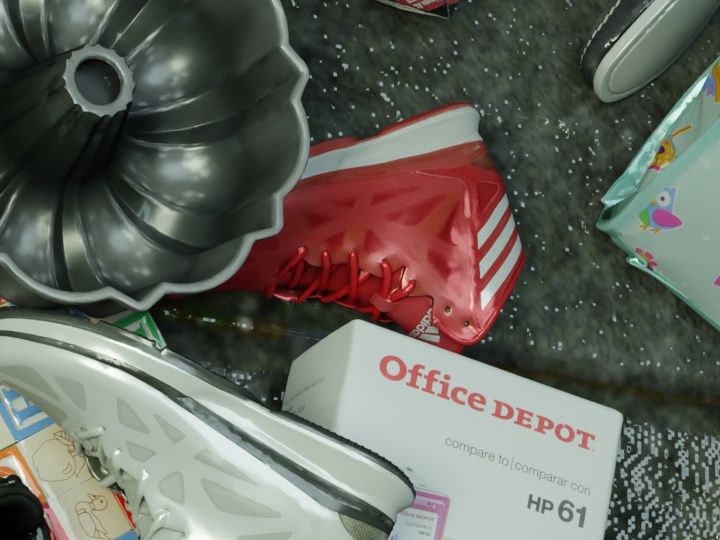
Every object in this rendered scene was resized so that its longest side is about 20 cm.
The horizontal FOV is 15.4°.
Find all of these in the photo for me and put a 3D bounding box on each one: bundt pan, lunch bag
[{"bbox_3d":[-0.126,-0.069,1.152,0.201,0.076,0.203,10,68,-25],"label":"bundt pan"},{"bbox_3d":[0.240,-0.045,1.341,0.170,0.200,0.122,38,18,-10],"label":"lunch bag"}]

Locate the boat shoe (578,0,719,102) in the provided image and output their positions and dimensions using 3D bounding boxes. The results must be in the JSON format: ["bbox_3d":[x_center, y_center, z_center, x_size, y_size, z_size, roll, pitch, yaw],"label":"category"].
[{"bbox_3d":[0.172,-0.173,1.397,0.060,0.074,0.200,37,75,17],"label":"boat shoe"}]

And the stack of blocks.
[{"bbox_3d":[-0.130,0.084,1.177,0.115,0.059,0.201,-27,84,-30],"label":"stack of blocks"}]

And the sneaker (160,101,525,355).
[{"bbox_3d":[0.000,0.000,1.256,0.199,0.078,0.116,-24,82,-28],"label":"sneaker"}]

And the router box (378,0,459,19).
[{"bbox_3d":[0.040,-0.242,1.288,0.062,0.200,0.150,18,62,16],"label":"router box"}]

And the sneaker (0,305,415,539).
[{"bbox_3d":[-0.087,0.099,1.115,0.200,0.076,0.116,25,77,-1],"label":"sneaker"}]

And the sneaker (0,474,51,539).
[{"bbox_3d":[-0.184,0.106,1.099,0.200,0.098,0.071,42,25,20],"label":"sneaker"}]

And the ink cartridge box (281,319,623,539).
[{"bbox_3d":[0.027,0.141,1.213,0.144,0.085,0.201,19,64,-17],"label":"ink cartridge box"}]
